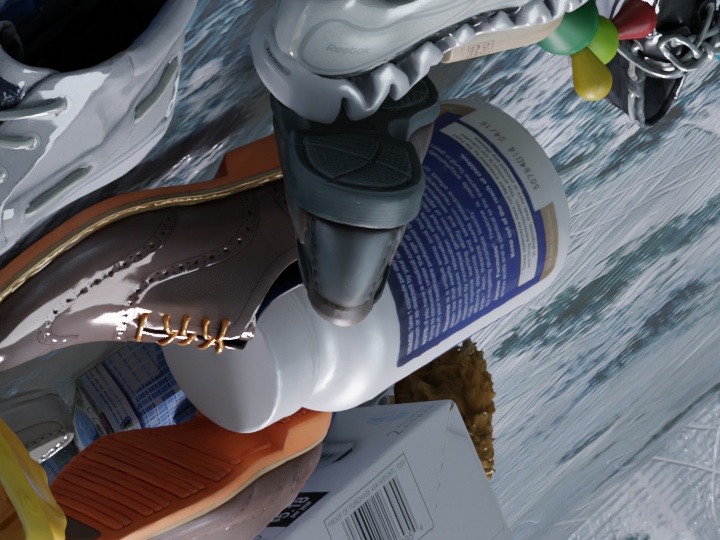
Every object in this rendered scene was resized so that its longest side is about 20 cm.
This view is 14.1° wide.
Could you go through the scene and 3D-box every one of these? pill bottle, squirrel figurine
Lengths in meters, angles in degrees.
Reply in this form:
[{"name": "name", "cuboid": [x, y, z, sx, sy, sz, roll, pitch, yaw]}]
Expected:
[{"name": "pill bottle", "cuboid": [0.000, 0.000, 1.411, 0.200, 0.111, 0.111, -30, 165, -39]}, {"name": "squirrel figurine", "cuboid": [0.030, 0.141, 1.984, 0.200, 0.142, 0.187, -41, 175, 22]}]

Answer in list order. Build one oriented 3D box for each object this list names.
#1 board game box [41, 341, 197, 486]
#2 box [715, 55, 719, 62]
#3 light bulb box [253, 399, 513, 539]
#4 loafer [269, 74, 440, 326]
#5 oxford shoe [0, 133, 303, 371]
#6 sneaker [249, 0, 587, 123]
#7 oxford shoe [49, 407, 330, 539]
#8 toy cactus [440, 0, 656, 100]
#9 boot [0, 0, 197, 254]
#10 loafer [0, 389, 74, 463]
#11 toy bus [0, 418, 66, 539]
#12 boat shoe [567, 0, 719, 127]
[{"name": "board game box", "cuboid": [-0.098, 0.083, 1.542, 0.200, 0.062, 0.200, -36, 168, -18]}, {"name": "box", "cuboid": [0.314, -0.090, 1.815, 0.082, 0.200, 0.049, -26, 162, -47]}, {"name": "light bulb box", "cuboid": [-0.052, 0.175, 1.640, 0.200, 0.125, 0.198, -8, -159, 43]}, {"name": "loafer", "cuboid": [-0.007, -0.039, 1.200, 0.200, 0.072, 0.063, -83, -177, -70]}, {"name": "oxford shoe", "cuboid": [-0.082, 0.005, 1.246, 0.200, 0.073, 0.071, -26, 166, -16]}, {"name": "sneaker", "cuboid": [0.046, -0.135, 1.166, 0.200, 0.075, 0.081, -35, 159, -23]}, {"name": "oxford shoe", "cuboid": [-0.082, 0.113, 1.395, 0.200, 0.071, 0.073, -24, 129, -49]}, {"name": "toy cactus", "cuboid": [0.107, -0.131, 1.338, 0.165, 0.102, 0.200, -25, 172, -19]}, {"name": "boot", "cuboid": [-0.134, -0.044, 0.970, 0.200, 0.074, 0.096, -42, 166, -34]}, {"name": "loafer", "cuboid": [-0.210, 0.128, 1.345, 0.200, 0.070, 0.070, -36, 168, -16]}, {"name": "toy bus", "cuboid": [-0.183, 0.148, 1.226, 0.200, 0.136, 0.192, -44, 148, 14]}, {"name": "boat shoe", "cuboid": [0.160, -0.131, 1.516, 0.074, 0.068, 0.199, -35, 167, -23]}]
